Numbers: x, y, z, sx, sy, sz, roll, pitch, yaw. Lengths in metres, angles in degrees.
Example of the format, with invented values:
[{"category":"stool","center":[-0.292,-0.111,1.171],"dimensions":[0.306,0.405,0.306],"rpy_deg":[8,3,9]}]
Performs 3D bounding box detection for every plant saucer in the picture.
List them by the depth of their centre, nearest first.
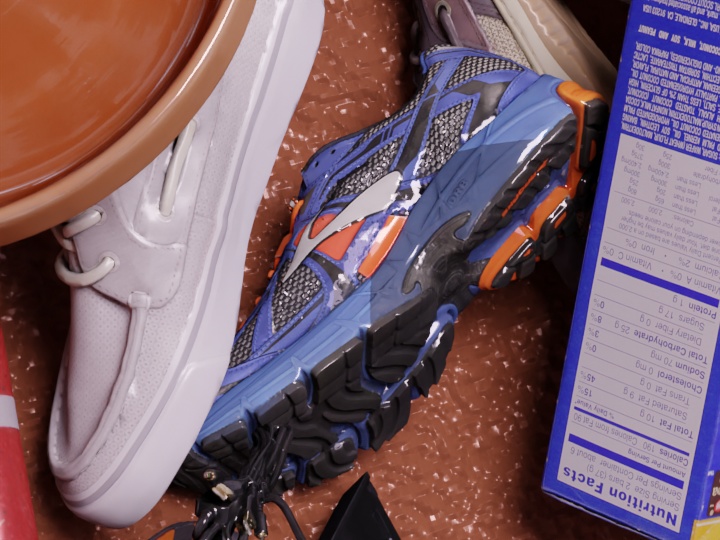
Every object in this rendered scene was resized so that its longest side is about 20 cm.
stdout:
[{"category":"plant saucer","center":[-0.122,-0.097,0.843],"dimensions":[0.199,0.032,0.201],"rpy_deg":[-6,67,13]}]

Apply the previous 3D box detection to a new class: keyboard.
[{"category":"keyboard","center":[-0.013,0.106,0.869],"dimensions":[0.021,0.200,0.128],"rpy_deg":[-26,97,12]}]

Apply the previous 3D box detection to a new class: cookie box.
[{"category":"cookie box","center":[0.161,-0.012,0.973],"dimensions":[0.171,0.075,0.201],"rpy_deg":[-5,110,-44]}]

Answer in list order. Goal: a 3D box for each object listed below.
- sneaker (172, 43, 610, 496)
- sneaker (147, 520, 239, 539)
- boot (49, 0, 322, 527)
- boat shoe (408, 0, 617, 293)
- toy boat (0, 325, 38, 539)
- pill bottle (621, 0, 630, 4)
[{"category":"sneaker","center":[0.000,0.000,0.960],"dimensions":[0.200,0.075,0.078],"rpy_deg":[-44,58,-13]},{"category":"sneaker","center":[-0.048,0.160,0.809],"dimensions":[0.077,0.112,0.201],"rpy_deg":[16,64,-15]},{"category":"boot","center":[-0.086,-0.024,0.893],"dimensions":[0.095,0.073,0.201],"rpy_deg":[21,81,-33]},{"category":"boat shoe","center":[0.049,-0.081,1.025],"dimensions":[0.200,0.065,0.072],"rpy_deg":[55,14,15]},{"category":"toy boat","center":[-0.152,0.067,0.828],"dimensions":[0.130,0.131,0.201],"rpy_deg":[-4,73,-28]},{"category":"pill bottle","center":[0.154,-0.143,1.053],"dimensions":[0.199,0.114,0.115],"rpy_deg":[17,63,-41]}]
